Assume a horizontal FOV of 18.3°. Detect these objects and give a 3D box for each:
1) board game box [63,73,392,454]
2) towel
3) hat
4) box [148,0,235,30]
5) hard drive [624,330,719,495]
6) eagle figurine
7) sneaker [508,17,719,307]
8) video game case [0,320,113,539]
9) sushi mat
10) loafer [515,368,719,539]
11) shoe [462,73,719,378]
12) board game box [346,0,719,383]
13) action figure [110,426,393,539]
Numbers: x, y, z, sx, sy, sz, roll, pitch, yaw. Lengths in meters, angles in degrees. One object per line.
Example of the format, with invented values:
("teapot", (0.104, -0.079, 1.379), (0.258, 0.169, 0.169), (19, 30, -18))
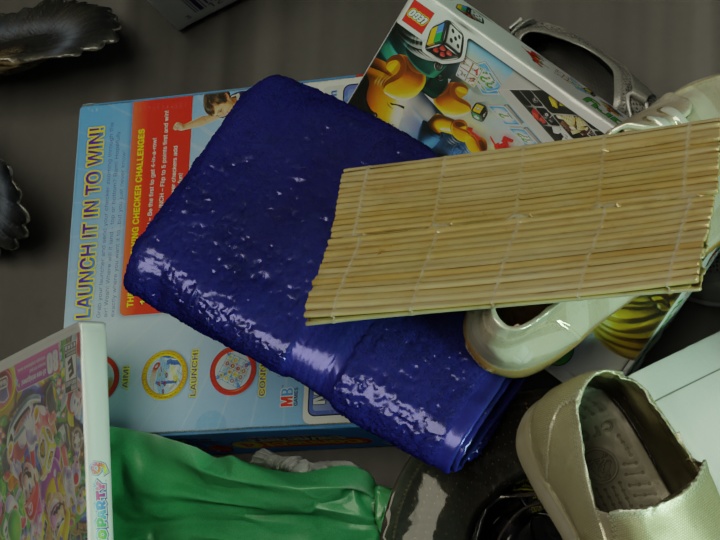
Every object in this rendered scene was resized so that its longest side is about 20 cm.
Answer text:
("board game box", (-0.064, 0.000, 1.242), (0.195, 0.056, 0.201), (-4, 72, 21))
("towel", (0.000, 0.000, 1.108), (0.200, 0.050, 0.148), (28, 67, 15))
("hat", (0.098, 0.162, 1.105), (0.200, 0.081, 0.201), (1, 71, -4))
("box", (-0.076, -0.278, 1.309), (0.184, 0.105, 0.200), (-26, 65, 12))
("hard drive", (0.229, 0.108, 1.072), (0.132, 0.027, 0.200), (-23, 61, -25))
("eagle figurine", (-0.259, -0.110, 1.334), (0.199, 0.151, 0.152), (22, 126, -3))
("sneaker", (0.139, -0.056, 1.165), (0.075, 0.082, 0.200), (-48, 63, 2))
("video game case", (-0.166, 0.138, 1.199), (0.143, 0.018, 0.201), (-23, 67, 58))
("sushi mat", (0.070, -0.021, 1.025), (0.199, 0.012, 0.096), (-6, 47, 28))
("loafer", (0.138, 0.127, 1.022), (0.076, 0.068, 0.200), (-25, 63, -22))
("shoe", (0.129, -0.027, 1.051), (0.200, 0.053, 0.070), (-43, 70, -13))
("board game box", (0.080, -0.039, 1.140), (0.200, 0.035, 0.126), (36, 112, 12))
("action figure", (-0.051, 0.133, 1.179), (0.199, 0.055, 0.119), (-3, 105, 25))
